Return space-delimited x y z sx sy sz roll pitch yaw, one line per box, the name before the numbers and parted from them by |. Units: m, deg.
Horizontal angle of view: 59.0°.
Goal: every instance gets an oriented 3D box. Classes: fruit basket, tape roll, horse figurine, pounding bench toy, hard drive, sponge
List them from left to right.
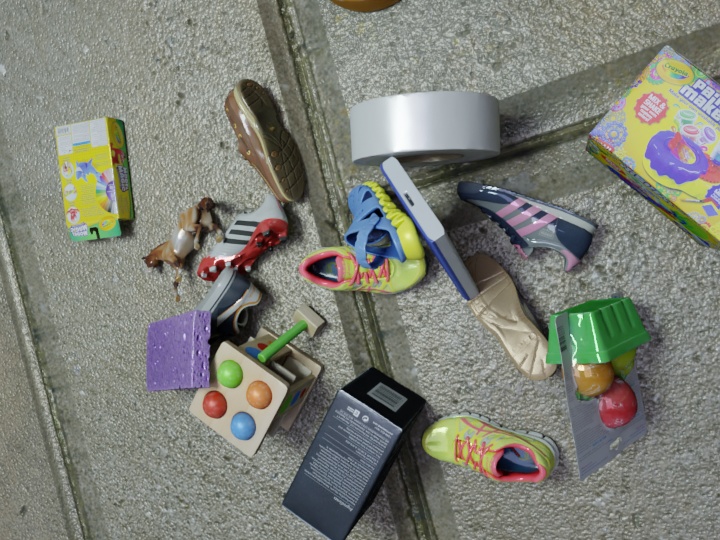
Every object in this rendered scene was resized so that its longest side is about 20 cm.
sponge | -0.286 0.129 0.987 0.199 0.030 0.113 -16 73 52
horse figurine | -0.285 -0.048 1.043 0.201 0.050 0.133 -53 41 19
pounding bench toy | -0.144 0.150 0.971 0.124 0.156 0.201 31 103 14
tape roll | 0.085 -0.183 0.848 0.200 0.202 0.072 -2 94 18
hard drive | 0.094 -0.049 0.835 0.025 0.200 0.133 -33 60 6
fruit basket | 0.308 0.141 0.822 0.093 0.184 0.202 0 99 48

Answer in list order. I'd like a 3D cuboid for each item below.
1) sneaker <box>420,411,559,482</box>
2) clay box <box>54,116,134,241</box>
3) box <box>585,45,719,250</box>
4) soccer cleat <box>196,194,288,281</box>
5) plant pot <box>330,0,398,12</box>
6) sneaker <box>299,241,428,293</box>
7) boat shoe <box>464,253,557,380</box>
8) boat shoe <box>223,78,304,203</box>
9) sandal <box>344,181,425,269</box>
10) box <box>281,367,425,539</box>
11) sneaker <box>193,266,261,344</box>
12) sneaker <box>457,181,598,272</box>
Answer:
sneaker | 0.179 0.257 0.907 0.198 0.090 0.079 2 97 20
clay box | -0.463 -0.156 1.111 0.114 0.048 0.202 -5 94 19
box | 0.386 -0.136 0.754 0.200 0.192 0.122 44 106 11
soccer cleat | -0.192 -0.047 1.025 0.199 0.068 0.086 -33 51 31
plant pot | -0.013 -0.483 0.864 0.198 0.183 0.203 1 94 18
sneaker | 0.000 0.000 0.939 0.198 0.090 0.079 -4 91 17
boat shoe | 0.209 0.067 0.896 0.072 0.065 0.201 -37 64 9
boat shoe | -0.152 -0.195 0.998 0.067 0.072 0.202 -26 90 39
sandal | 0.013 -0.063 0.892 0.086 0.200 0.080 -26 120 -5
box | -0.006 0.267 0.939 0.106 0.148 0.202 29 102 14
sneaker | -0.235 0.083 1.035 0.079 0.079 0.200 32 126 -19
sneaker | 0.218 -0.063 0.880 0.198 0.070 0.083 23 98 17
